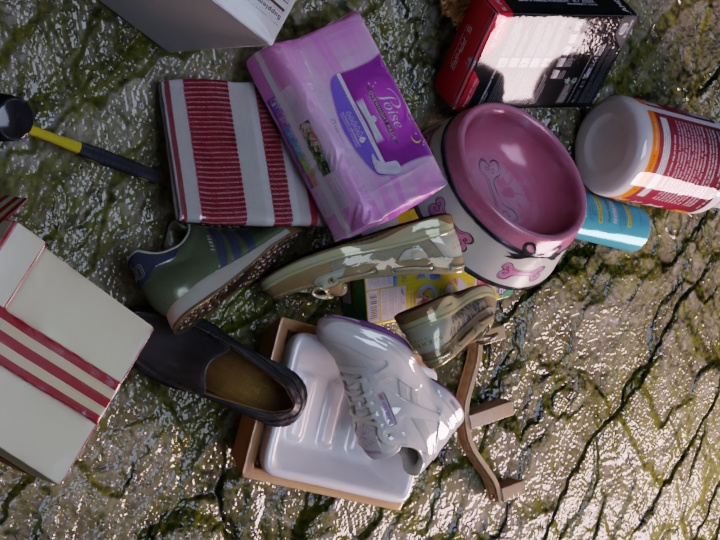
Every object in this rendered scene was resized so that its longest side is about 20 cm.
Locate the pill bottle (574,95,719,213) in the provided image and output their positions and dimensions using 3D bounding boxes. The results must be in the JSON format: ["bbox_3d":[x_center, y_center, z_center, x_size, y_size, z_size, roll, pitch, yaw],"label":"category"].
[{"bbox_3d":[0.347,-0.125,1.930,0.199,0.113,0.114,9,89,-35],"label":"pill bottle"}]

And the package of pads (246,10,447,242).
[{"bbox_3d":[-0.012,-0.141,1.648,0.120,0.076,0.201,-28,90,-36],"label":"package of pads"}]

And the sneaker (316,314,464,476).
[{"bbox_3d":[0.021,0.121,1.643,0.200,0.075,0.100,45,68,-31],"label":"sneaker"}]

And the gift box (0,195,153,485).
[{"bbox_3d":[-0.302,0.052,1.434,0.187,0.199,0.185,38,68,-30],"label":"gift box"}]

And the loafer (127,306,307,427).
[{"bbox_3d":[-0.140,0.084,1.584,0.199,0.072,0.073,20,85,-3],"label":"loafer"}]

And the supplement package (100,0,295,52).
[{"bbox_3d":[-0.131,-0.318,1.520,0.147,0.191,0.201,36,75,-32],"label":"supplement package"}]

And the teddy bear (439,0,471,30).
[{"bbox_3d":[0.101,-0.344,1.760,0.145,0.067,0.201,-24,109,-34],"label":"teddy bear"}]

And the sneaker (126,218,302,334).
[{"bbox_3d":[-0.140,-0.022,1.617,0.090,0.067,0.200,44,41,8],"label":"sneaker"}]

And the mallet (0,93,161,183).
[{"bbox_3d":[-0.267,-0.114,1.543,0.200,0.066,0.041,22,83,-50],"label":"mallet"}]

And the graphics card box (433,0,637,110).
[{"bbox_3d":[0.185,-0.232,1.805,0.199,0.051,0.126,-5,134,-34],"label":"graphics card box"}]

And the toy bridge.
[{"bbox_3d":[0.134,0.155,1.856,0.067,0.027,0.201,-15,103,-32],"label":"toy bridge"}]

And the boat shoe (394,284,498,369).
[{"bbox_3d":[0.090,0.057,1.690,0.200,0.073,0.063,-12,80,-65],"label":"boat shoe"}]

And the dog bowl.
[{"bbox_3d":[0.147,-0.084,1.755,0.199,0.074,0.201,21,50,-26],"label":"dog bowl"}]

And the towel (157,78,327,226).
[{"bbox_3d":[-0.097,-0.110,1.640,0.199,0.023,0.145,0,73,-35],"label":"towel"}]

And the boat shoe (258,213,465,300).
[{"bbox_3d":[0.001,0.000,1.675,0.199,0.073,0.064,-17,93,-3],"label":"boat shoe"}]

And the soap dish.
[{"bbox_3d":[-0.027,0.143,1.707,0.199,0.081,0.158,17,84,-35],"label":"soap dish"}]

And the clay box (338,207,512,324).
[{"bbox_3d":[0.071,-0.015,1.783,0.199,0.047,0.116,-10,101,-36],"label":"clay box"}]

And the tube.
[{"bbox_3d":[0.233,-0.064,1.895,0.199,0.050,0.078,12,47,-35],"label":"tube"}]
